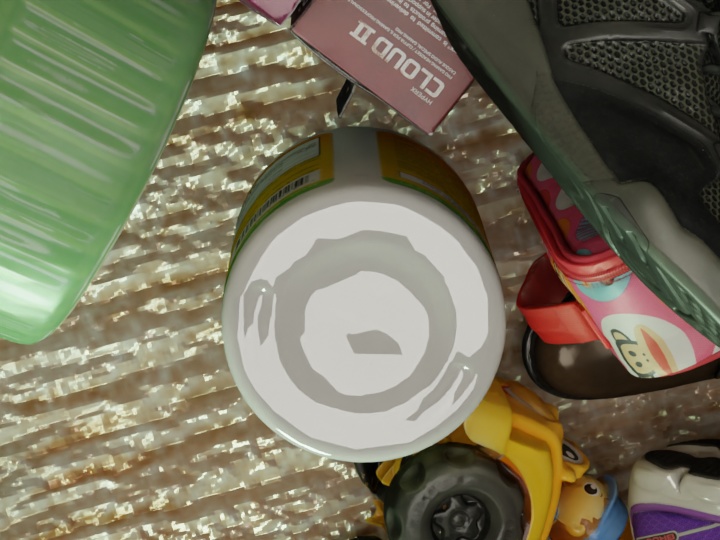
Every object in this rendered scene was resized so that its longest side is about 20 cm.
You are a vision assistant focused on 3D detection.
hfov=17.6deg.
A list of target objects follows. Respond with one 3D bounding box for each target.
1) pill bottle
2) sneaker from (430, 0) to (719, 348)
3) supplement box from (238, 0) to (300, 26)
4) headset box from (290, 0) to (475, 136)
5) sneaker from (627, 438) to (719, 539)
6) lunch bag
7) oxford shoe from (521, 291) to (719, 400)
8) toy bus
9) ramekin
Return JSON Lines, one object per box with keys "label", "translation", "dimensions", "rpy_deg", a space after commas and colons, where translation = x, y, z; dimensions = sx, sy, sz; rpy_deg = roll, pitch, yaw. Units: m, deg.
{"label": "pill bottle", "translation": [0.000, 0.000, 0.982], "dimensions": [0.111, 0.200, 0.111], "rpy_deg": [0, 103, -1]}
{"label": "sneaker", "translation": [0.120, -0.063, 0.854], "dimensions": [0.114, 0.076, 0.200], "rpy_deg": [-34, 64, 1]}
{"label": "supplement box", "translation": [-0.053, -0.174, 0.902], "dimensions": [0.131, 0.200, 0.103], "rpy_deg": [36, 96, -6]}
{"label": "headset box", "translation": [0.046, -0.150, 0.976], "dimensions": [0.077, 0.149, 0.200], "rpy_deg": [36, 99, -8]}
{"label": "sneaker", "translation": [0.204, 0.124, 0.962], "dimensions": [0.200, 0.081, 0.084], "rpy_deg": [10, 107, 37]}
{"label": "lunch bag", "translation": [0.141, -0.031, 0.980], "dimensions": [0.176, 0.200, 0.082], "rpy_deg": [-34, 106, 6]}
{"label": "oxford shoe", "translation": [0.170, 0.016, 1.050], "dimensions": [0.200, 0.084, 0.073], "rpy_deg": [-17, 104, 4]}
{"label": "toy bus", "translation": [0.077, 0.152, 1.057], "dimensions": [0.192, 0.136, 0.200], "rpy_deg": [16, 100, -10]}
{"label": "ramekin", "translation": [-0.140, -0.067, 0.971], "dimensions": [0.098, 0.200, 0.200], "rpy_deg": [26, 101, -14]}
